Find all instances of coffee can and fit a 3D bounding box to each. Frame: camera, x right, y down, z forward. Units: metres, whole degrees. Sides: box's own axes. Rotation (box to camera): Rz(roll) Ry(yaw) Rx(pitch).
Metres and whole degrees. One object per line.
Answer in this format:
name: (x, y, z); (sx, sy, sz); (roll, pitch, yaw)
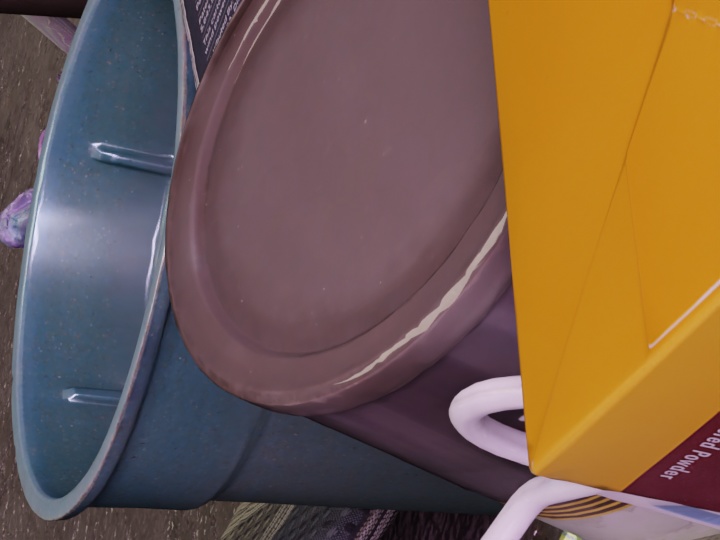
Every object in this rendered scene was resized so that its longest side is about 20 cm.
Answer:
coffee can: (0.073, -0.003, 0.755); (0.146, 0.200, 0.147); (-30, 47, 39)

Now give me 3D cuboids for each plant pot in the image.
plant pot: (0.000, 0.000, 1.030); (0.200, 0.196, 0.201); (-170, 90, -72)

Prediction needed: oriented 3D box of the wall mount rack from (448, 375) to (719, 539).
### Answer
wall mount rack: (0.090, 0.087, 0.696); (0.174, 0.200, 0.075); (-22, 54, 58)

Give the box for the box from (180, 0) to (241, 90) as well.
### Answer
box: (0.051, -0.114, 0.937); (0.197, 0.200, 0.124); (-105, 33, -51)

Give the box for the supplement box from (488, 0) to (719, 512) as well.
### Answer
supplement box: (0.145, -0.052, 0.611); (0.133, 0.200, 0.198); (-49, 36, 47)

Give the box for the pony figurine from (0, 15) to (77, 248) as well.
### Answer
pony figurine: (-0.124, -0.090, 1.563); (0.193, 0.166, 0.200); (29, 107, 37)

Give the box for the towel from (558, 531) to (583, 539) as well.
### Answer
towel: (0.101, 0.120, 0.840); (0.144, 0.023, 0.200); (-62, 35, 8)

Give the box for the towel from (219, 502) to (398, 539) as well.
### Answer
towel: (-0.030, 0.119, 1.189); (0.193, 0.035, 0.200); (-56, 9, -31)

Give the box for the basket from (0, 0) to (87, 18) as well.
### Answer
basket: (-0.082, -0.181, 1.358); (0.136, 0.200, 0.181); (125, 149, -50)
